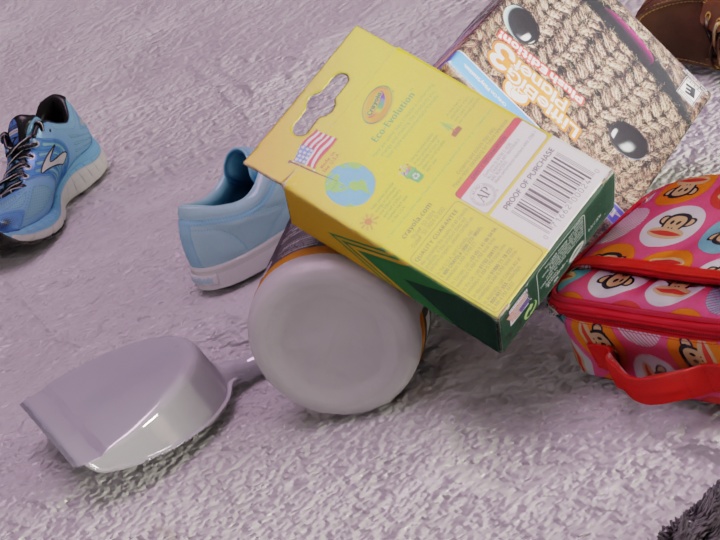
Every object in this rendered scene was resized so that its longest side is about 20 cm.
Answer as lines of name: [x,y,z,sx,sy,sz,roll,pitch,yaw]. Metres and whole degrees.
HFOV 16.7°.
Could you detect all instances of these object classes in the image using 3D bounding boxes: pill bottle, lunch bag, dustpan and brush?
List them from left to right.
dustpan and brush: [-0.118,0.077,1.658,0.199,0.057,0.139,-33,27,-12]
pill bottle: [0.000,0.000,1.636,0.115,0.117,0.200,-12,24,18]
lunch bag: [0.215,0.019,1.477,0.176,0.082,0.199,-39,28,-29]

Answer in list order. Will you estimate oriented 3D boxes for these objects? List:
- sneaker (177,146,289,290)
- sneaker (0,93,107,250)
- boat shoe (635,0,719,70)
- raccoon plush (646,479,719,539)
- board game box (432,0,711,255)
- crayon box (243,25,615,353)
sneaker: [-0.061,-0.067,1.869,0.074,0.082,0.200,5,34,43]
sneaker: [-0.288,-0.084,2.077,0.078,0.090,0.200,-10,26,22]
boat shoe: [0.288,-0.185,1.858,0.199,0.072,0.068,4,31,39]
raccoon plush: [0.155,0.132,1.162,0.133,0.201,0.097,-21,51,2]
board game box: [0.125,-0.104,1.673,0.097,0.159,0.200,-43,5,41]
crayon box: [0.043,-0.054,1.523,0.199,0.051,0.127,33,70,21]
